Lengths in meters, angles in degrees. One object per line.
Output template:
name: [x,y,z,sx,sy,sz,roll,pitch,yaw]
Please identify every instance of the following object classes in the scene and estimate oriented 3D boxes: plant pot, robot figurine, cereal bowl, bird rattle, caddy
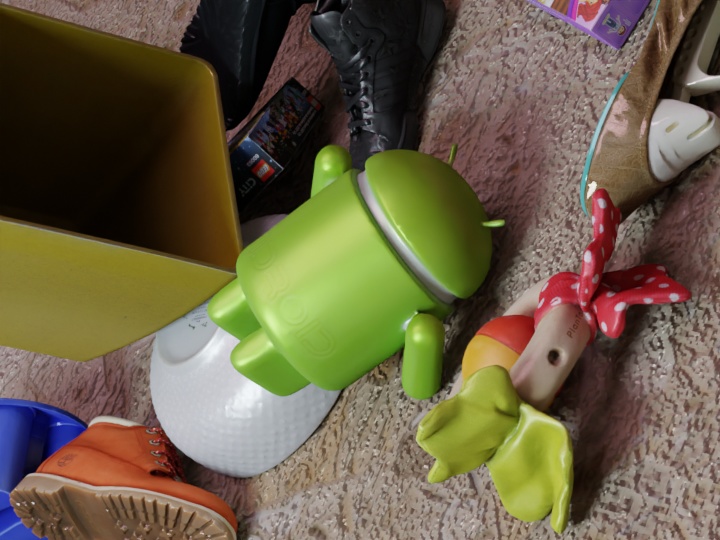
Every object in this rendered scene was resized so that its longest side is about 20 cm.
plant pot: [-0.221,-0.046,1.676,0.176,0.200,0.200,-48,40,40]
robot figurine: [0.000,0.000,1.536,0.200,0.116,0.176,-36,55,11]
cereal bowl: [-0.088,0.044,1.679,0.200,0.083,0.200,-36,39,36]
bird rattle: [0.099,0.048,1.399,0.200,0.113,0.163,-65,15,-13]
caddy: [-0.292,0.166,1.820,0.200,0.141,0.105,-32,46,38]

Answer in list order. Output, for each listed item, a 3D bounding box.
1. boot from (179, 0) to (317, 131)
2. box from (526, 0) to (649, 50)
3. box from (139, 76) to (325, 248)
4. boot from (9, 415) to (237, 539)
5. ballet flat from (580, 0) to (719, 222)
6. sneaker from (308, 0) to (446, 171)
boot: [-0.045,-0.202,1.778,0.076,0.168,0.200,48,144,27]
box: [0.171,-0.263,1.562,0.137,0.039,0.200,35,95,42]
box: [-0.118,-0.050,1.787,0.200,0.038,0.137,-44,7,26]
boot: [-0.152,0.154,1.689,0.200,0.075,0.107,9,42,38]
ballet flat: [0.200,-0.114,1.425,0.072,0.068,0.200,14,72,38]
sneaker: [-0.001,-0.158,1.687,0.060,0.104,0.200,-4,66,54]
